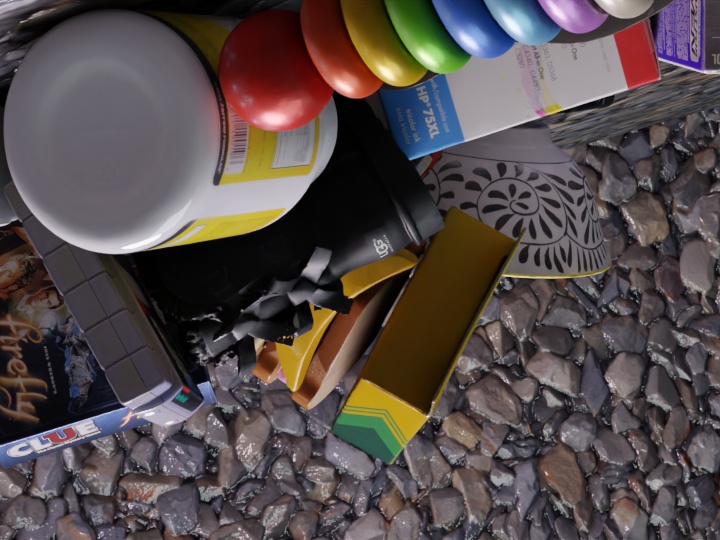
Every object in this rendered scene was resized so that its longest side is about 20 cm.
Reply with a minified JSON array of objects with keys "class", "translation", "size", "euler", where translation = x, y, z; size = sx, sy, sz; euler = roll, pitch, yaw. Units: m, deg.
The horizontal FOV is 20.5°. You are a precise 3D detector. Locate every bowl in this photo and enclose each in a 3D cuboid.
[{"class":"bowl","translation":[0.087,-0.062,1.425],"size":[0.198,0.095,0.201],"euler":[5,-168,-1]}]

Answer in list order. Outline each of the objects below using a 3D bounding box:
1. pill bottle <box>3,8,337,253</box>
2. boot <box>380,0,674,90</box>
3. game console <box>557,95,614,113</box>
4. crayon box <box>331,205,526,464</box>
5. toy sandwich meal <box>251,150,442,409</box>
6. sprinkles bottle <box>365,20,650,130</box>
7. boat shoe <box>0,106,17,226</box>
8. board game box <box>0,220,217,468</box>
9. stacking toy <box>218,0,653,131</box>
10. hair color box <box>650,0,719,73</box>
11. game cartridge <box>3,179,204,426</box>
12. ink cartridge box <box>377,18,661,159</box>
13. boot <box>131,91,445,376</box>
[{"class":"pill bottle","translation":[-0.084,-0.071,0.990],"size":[0.111,0.113,0.200],"euler":[-17,179,21]},{"class":"boot","translation":[0.089,-0.157,1.056],"size":[0.198,0.074,0.076],"euler":[-14,-160,26]},{"class":"game console","translation":[0.132,-0.178,1.469],"size":[0.169,0.120,0.199],"euler":[18,-165,27]},{"class":"crayon box","translation":[0.041,0.040,1.256],"size":[0.128,0.050,0.200],"euler":[-61,179,-18]},{"class":"toy sandwich meal","translation":[0.000,0.000,1.251],"size":[0.206,0.070,0.205],"euler":[-50,178,-2]},{"class":"sprinkles bottle","translation":[0.087,-0.141,1.285],"size":[0.198,0.069,0.068],"euler":[-17,179,0]},{"class":"boat shoe","translation":[-0.205,-0.054,1.072],"size":[0.063,0.071,0.200],"euler":[-18,180,23]},{"class":"board game box","translation":[-0.176,0.005,1.206],"size":[0.134,0.202,0.035],"euler":[-17,154,-3]},{"class":"stacking toy","translation":[0.023,-0.117,0.859],"size":[0.198,0.086,0.085],"euler":[-21,177,22]},{"class":"hair color box","translation":[0.244,-0.163,1.258],"size":[0.108,0.066,0.200],"euler":[-3,-168,-5]},{"class":"game cartridge","translation":[-0.130,0.019,1.056],"size":[0.038,0.130,0.200],"euler":[-34,174,-4]},{"class":"ink cartridge box","translation":[0.105,-0.136,1.175],"size":[0.198,0.068,0.116],"euler":[-17,-164,4]},{"class":"boot","translation":[-0.058,-0.040,1.135],"size":[0.162,0.074,0.199],"euler":[-30,-136,-3]}]
